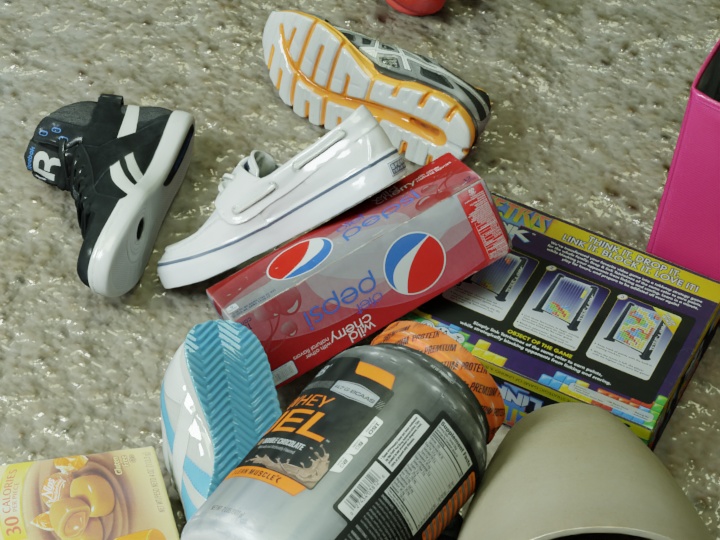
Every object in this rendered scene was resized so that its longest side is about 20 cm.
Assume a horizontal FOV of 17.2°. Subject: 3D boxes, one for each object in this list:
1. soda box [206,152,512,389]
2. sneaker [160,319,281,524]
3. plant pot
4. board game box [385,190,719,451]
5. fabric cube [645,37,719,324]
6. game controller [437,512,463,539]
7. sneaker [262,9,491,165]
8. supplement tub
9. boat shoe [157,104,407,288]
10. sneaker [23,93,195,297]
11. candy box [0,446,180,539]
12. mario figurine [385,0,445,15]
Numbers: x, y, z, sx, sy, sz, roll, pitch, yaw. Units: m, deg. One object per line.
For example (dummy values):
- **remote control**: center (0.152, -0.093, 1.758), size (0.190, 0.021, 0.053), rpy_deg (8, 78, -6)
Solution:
- **soda box**: center (0.000, 0.000, 1.633), size (0.200, 0.064, 0.070), rpy_deg (-29, 25, -8)
- **sneaker**: center (-0.084, 0.137, 1.535), size (0.076, 0.081, 0.201), rpy_deg (2, 65, -22)
- **plant pot**: center (0.134, 0.175, 1.474), size (0.187, 0.188, 0.200), rpy_deg (5, 30, -4)
- **board game box**: center (0.137, 0.041, 1.678), size (0.199, 0.057, 0.165), rpy_deg (23, 44, 14)
- **fabric cube**: center (0.336, -0.073, 1.723), size (0.196, 0.200, 0.200), rpy_deg (24, 46, 14)
- **game controller**: center (0.008, 0.214, 1.503), size (0.104, 0.042, 0.200), rpy_deg (23, 45, -7)
- **sneaker**: center (0.012, -0.144, 1.840), size (0.200, 0.078, 0.077), rpy_deg (32, 35, 17)
- **supplement tub**: center (-0.006, 0.131, 1.452), size (0.122, 0.123, 0.200), rpy_deg (30, 58, 20)
- **boat shoe**: center (-0.064, -0.052, 1.665), size (0.200, 0.066, 0.074), rpy_deg (-27, 6, 17)
- **sneaker**: center (-0.198, -0.055, 1.717), size (0.111, 0.073, 0.200), rpy_deg (12, 36, 8)
- **candy box**: center (-0.163, 0.204, 1.465), size (0.115, 0.055, 0.200), rpy_deg (-7, 47, -15)
- **mario figurine**: center (0.084, -0.283, 1.956), size (0.123, 0.106, 0.200), rpy_deg (-4, 24, 38)
